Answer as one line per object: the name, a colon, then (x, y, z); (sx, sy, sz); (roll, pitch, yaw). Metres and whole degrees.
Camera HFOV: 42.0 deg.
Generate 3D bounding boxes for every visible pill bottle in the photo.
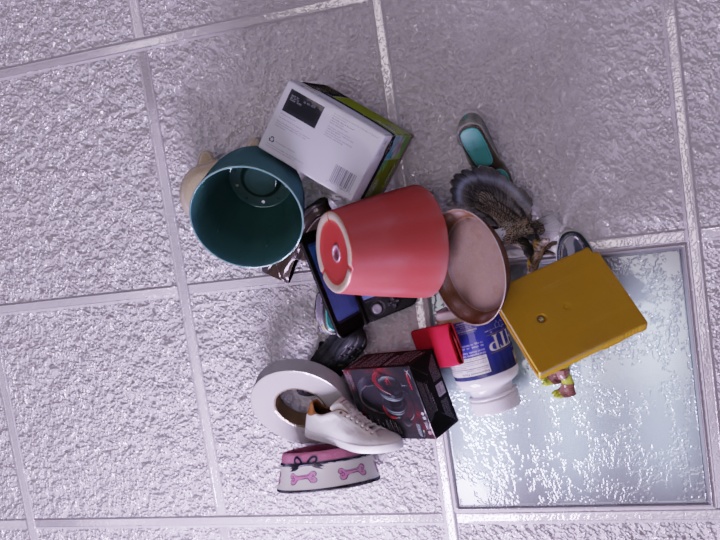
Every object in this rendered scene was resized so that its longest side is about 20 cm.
pill bottle: (0.218, 0.154, 1.689); (0.119, 0.120, 0.201); (-16, 94, 20)

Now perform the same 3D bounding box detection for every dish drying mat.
dish drying mat: (0.138, 0.137, 1.688); (0.018, 0.200, 0.077); (-20, 88, -16)

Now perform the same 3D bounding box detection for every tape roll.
tape roll: (-0.113, 0.256, 1.817); (0.202, 0.037, 0.203); (7, 129, 8)

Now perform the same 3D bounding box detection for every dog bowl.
dog bowl: (-0.064, 0.373, 1.789); (0.200, 0.200, 0.074); (-8, 84, 20)

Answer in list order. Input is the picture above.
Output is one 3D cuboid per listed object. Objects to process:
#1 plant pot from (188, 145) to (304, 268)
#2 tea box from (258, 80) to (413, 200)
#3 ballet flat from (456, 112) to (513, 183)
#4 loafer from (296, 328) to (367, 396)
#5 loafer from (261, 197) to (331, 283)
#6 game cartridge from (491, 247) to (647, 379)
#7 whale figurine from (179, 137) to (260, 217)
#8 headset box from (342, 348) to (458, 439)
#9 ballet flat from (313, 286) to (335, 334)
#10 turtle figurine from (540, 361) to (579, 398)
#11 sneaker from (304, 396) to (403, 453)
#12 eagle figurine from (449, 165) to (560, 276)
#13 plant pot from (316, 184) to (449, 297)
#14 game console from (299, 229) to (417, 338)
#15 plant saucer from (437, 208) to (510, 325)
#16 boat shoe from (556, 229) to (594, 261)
plant pot: (-0.191, -0.132, 1.679); (0.200, 0.161, 0.201); (2, 122, 3)
tea box: (-0.039, -0.232, 1.669); (0.200, 0.197, 0.134); (32, 107, 13)
ballet flat: (0.225, -0.190, 1.654); (0.067, 0.064, 0.200); (-16, 122, 20)
loafer: (-0.059, 0.170, 1.822); (0.201, 0.068, 0.071); (-49, 44, 28)
loafer: (-0.109, -0.056, 1.797); (0.071, 0.073, 0.200); (40, 117, 3)
game cartridge: (0.343, 0.067, 1.557); (0.200, 0.032, 0.177); (-23, 57, -6)
whale figurine: (-0.255, -0.167, 1.821); (0.200, 0.104, 0.159); (-42, 84, -4)
headset box: (0.065, 0.231, 1.739); (0.200, 0.075, 0.149); (-9, 105, 47)
ballet flat: (-0.060, 0.023, 1.785); (0.072, 0.072, 0.201); (0, 79, 19)
turtle figurine: (0.342, 0.133, 1.655); (0.064, 0.200, 0.162); (-19, 116, -22)
sneaker: (-0.015, 0.283, 1.727); (0.199, 0.073, 0.085); (8, 101, 24)
eagle figurine: (0.240, -0.078, 1.635); (0.200, 0.151, 0.152); (37, 88, 24)
plant pot: (0.030, -0.041, 1.623); (0.200, 0.177, 0.201); (27, 121, 59)
game console: (0.000, 0.000, 1.708); (0.175, 0.116, 0.201); (-22, 93, -6)
plant saucer: (0.188, -0.008, 1.577); (0.200, 0.034, 0.201); (31, 129, 49)
boat shoe: (0.380, 0.029, 1.643); (0.075, 0.062, 0.201); (-3, 98, 19)
